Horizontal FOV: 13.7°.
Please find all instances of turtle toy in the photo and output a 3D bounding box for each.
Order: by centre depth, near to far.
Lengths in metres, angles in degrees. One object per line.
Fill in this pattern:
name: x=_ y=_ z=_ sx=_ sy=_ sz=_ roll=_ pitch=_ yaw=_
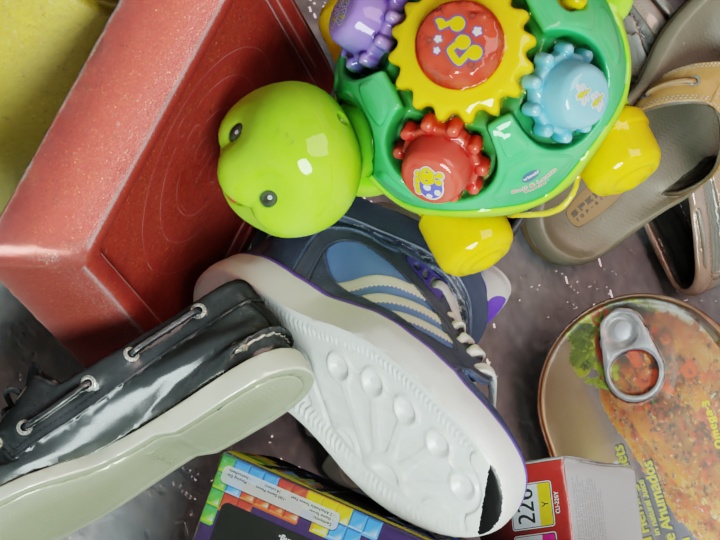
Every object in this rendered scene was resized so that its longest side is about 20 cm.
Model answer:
turtle toy: x=0.030 y=-0.076 z=1.313 sx=0.146 sy=0.199 sz=0.101 roll=62 pitch=5 yaw=15

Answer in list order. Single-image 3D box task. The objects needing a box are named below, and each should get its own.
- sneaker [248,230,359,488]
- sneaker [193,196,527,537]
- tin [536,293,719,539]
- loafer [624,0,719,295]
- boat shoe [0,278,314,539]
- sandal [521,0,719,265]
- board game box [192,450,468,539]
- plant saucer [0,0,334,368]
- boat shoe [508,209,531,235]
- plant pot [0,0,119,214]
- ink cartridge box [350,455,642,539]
sneaker: x=0.000 y=0.000 z=1.472 sx=0.074 sy=0.088 sz=0.201 roll=-18 pitch=86 yaw=-42
sneaker: x=0.037 y=0.032 z=1.350 sx=0.146 sy=0.200 sz=0.081 roll=-22 pitch=133 yaw=-40
tin: x=0.161 y=0.110 z=1.561 sx=0.042 sy=0.112 sz=0.201 roll=10 pitch=63 yaw=-82
loafer: x=0.159 y=-0.080 z=1.651 sx=0.063 sy=0.072 sz=0.201 roll=-38 pitch=104 yaw=-34
boat shoe: x=-0.121 y=0.065 z=1.308 sx=0.066 sy=0.199 sz=0.074 roll=64 pitch=9 yaw=22
sandal: x=0.168 y=-0.077 z=1.599 sx=0.200 sy=0.054 sz=0.080 roll=-44 pitch=106 yaw=-2
board game box: x=0.005 y=0.191 z=1.300 sx=0.057 sy=0.199 sz=0.166 roll=13 pitch=98 yaw=-64
plant saucer: x=-0.077 y=-0.053 z=1.336 sx=0.201 sy=0.037 sz=0.200 roll=-63 pitch=161 yaw=-12
boat shoe: x=0.087 y=-0.102 z=1.521 sx=0.070 sy=0.066 sz=0.201 roll=17 pitch=109 yaw=-24
plant pot: x=-0.151 y=-0.138 z=1.351 sx=0.199 sy=0.142 sz=0.201 roll=15 pitch=66 yaw=-37
ink cartridge box: x=0.042 y=0.197 z=1.364 sx=0.084 sy=0.175 sz=0.201 roll=14 pitch=68 yaw=-60
